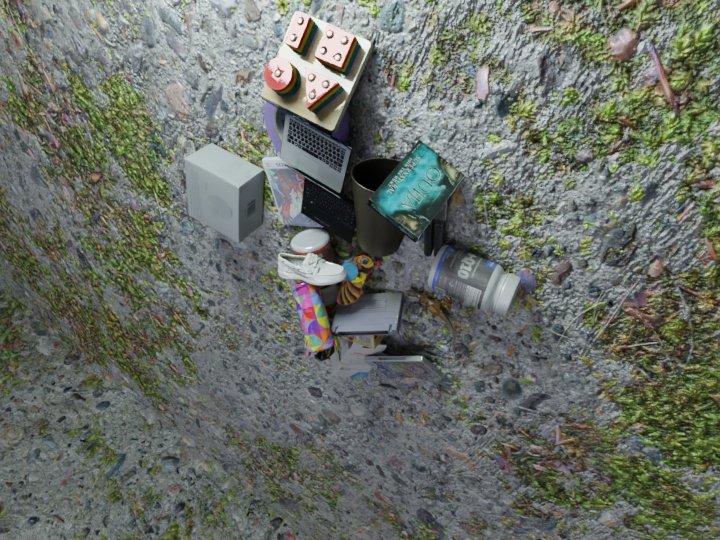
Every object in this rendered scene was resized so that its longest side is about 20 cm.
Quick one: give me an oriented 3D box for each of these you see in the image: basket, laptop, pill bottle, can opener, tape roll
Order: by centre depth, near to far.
[{"bbox_3d":[-0.126,-0.274,1.168,0.185,0.116,0.202,31,135,13],"label":"laptop"},{"bbox_3d":[0.269,0.025,1.228,0.197,0.114,0.115,23,133,20],"label":"pill bottle"},{"bbox_3d":[0.180,-0.121,1.237,0.052,0.068,0.202,10,139,15],"label":"can opener"},{"bbox_3d":[0.055,-0.144,1.244,0.176,0.138,0.202,7,136,-2],"label":"basket"},{"bbox_3d":[-0.130,-0.359,1.250,0.197,0.085,0.203,20,132,24],"label":"tape roll"},{"bbox_3d":[-0.101,-0.162,1.302,0.176,0.103,0.202,32,137,18],"label":"laptop"},{"bbox_3d":[-0.124,-0.006,1.489,0.114,0.116,0.203,9,128,30],"label":"pill bottle"}]

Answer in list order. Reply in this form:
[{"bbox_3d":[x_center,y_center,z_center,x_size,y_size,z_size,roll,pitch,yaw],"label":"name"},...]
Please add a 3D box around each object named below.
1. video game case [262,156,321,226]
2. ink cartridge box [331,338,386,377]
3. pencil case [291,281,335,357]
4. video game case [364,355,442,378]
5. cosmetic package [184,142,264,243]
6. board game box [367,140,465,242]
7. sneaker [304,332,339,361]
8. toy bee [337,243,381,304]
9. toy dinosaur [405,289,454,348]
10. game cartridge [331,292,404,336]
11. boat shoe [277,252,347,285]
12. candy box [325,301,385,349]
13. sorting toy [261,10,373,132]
[{"bbox_3d":[-0.173,-0.216,1.433,0.179,0.023,0.203,6,125,33],"label":"video game case"},{"bbox_3d":[-0.007,0.250,1.595,0.113,0.069,0.201,8,139,-20],"label":"ink cartridge box"},{"bbox_3d":[-0.130,0.127,1.410,0.087,0.088,0.204,-14,88,41],"label":"pencil case"},{"bbox_3d":[0.127,0.287,1.541,0.197,0.018,0.143,-6,148,34],"label":"video game case"},{"bbox_3d":[-0.395,-0.226,1.514,0.197,0.123,0.202,27,134,14],"label":"cosmetic package"},{"bbox_3d":[0.124,-0.175,1.125,0.134,0.201,0.028,37,157,4],"label":"board game box"},{"bbox_3d":[-0.129,0.166,1.478,0.074,0.085,0.202,-19,106,40],"label":"sneaker"},{"bbox_3d":[0.000,0.000,1.412,0.106,0.132,0.204,9,120,-1],"label":"toy bee"},{"bbox_3d":[0.211,0.107,1.388,0.200,0.060,0.106,46,161,5],"label":"toy dinosaur"},{"bbox_3d":[0.021,0.123,1.449,0.196,0.131,0.039,-4,134,22],"label":"game cartridge"},{"bbox_3d":[-0.132,-0.011,1.372,0.196,0.071,0.071,5,123,15],"label":"boat shoe"},{"bbox_3d":[-0.018,0.149,1.527,0.197,0.117,0.057,14,126,27],"label":"candy box"},{"bbox_3d":[-0.105,-0.435,1.110,0.197,0.069,0.202,28,98,14],"label":"sorting toy"}]
